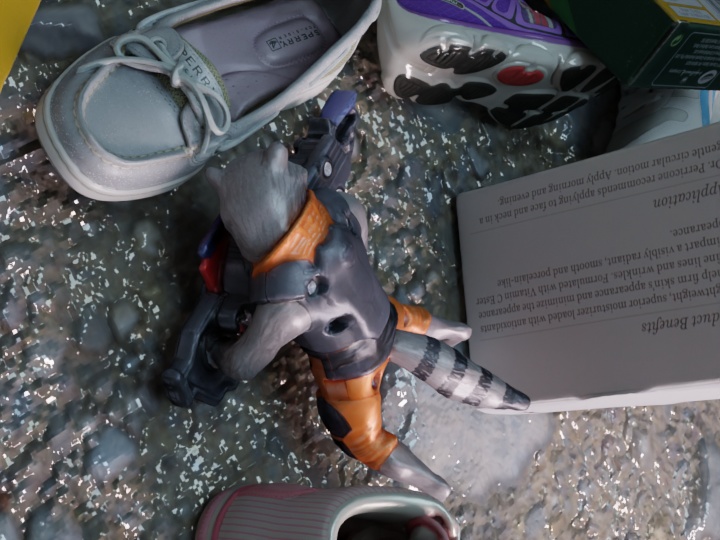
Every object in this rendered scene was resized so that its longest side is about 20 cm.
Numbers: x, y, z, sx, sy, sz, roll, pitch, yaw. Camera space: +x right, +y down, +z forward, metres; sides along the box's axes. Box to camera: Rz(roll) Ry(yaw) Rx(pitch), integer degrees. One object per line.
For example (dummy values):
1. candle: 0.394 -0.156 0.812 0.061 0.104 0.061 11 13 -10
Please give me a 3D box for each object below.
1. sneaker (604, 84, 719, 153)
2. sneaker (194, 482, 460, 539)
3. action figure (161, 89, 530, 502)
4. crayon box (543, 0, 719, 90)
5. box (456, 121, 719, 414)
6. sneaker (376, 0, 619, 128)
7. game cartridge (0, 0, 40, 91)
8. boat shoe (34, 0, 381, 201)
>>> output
1. sneaker: 0.199 -0.117 0.904 0.081 0.076 0.200 53 44 -10
2. sneaker: 0.023 0.162 0.645 0.200 0.104 0.076 40 54 -31
3. action figure: 0.000 0.000 0.664 0.194 0.104 0.202 46 53 -37
4. crayon box: 0.144 -0.193 0.826 0.125 0.052 0.201 -6 52 -48
5. box: 0.193 0.007 0.775 0.198 0.198 0.133 3 79 -43
6. sneaker: 0.086 -0.140 0.796 0.199 0.080 0.084 7 63 -46
7. game cartridge: -0.206 -0.190 0.559 0.199 0.032 0.178 33 59 -31
8. boat shoe: -0.065 -0.095 0.635 0.201 0.065 0.075 -31 87 -45
